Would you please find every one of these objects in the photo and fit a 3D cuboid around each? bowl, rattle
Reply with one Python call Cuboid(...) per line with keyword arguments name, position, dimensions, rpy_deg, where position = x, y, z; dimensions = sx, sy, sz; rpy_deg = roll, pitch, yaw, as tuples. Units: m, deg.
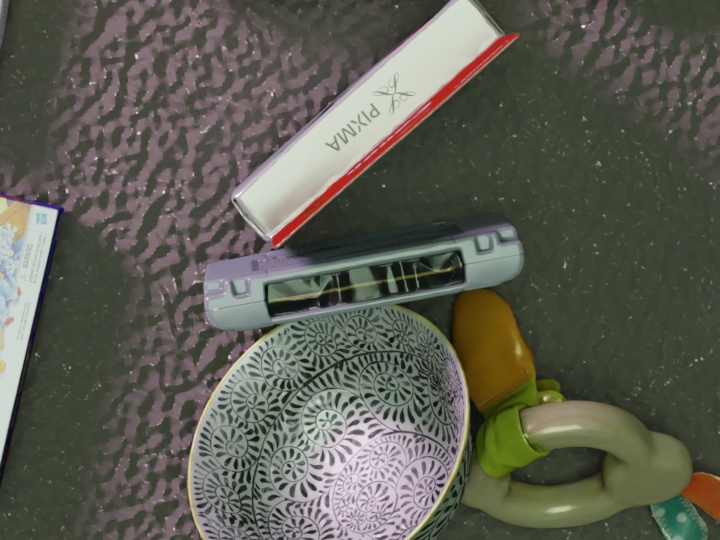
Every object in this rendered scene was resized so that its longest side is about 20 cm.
Cuboid(name="bowl", position=(-0.002, 0.128, 1.494), dimensions=(0.201, 0.201, 0.094), rpy_deg=(-43, 138, 1))
Cuboid(name="rattle", position=(0.158, 0.102, 1.549), dimensions=(0.199, 0.143, 0.131), rpy_deg=(5, 126, -17))

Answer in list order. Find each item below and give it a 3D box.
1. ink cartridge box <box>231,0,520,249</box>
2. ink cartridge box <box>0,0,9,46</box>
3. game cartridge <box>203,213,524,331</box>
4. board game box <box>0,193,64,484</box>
Cuboid(name="ink cartridge box", position=(0.005, -0.096, 1.459), dimensions=(0.200, 0.174, 0.044), rpy_deg=(-41, 94, 0))
Cuboid(name="ink cartridge box", position=(-0.322, -0.205, 1.506), dimensions=(0.198, 0.041, 0.201), rpy_deg=(11, 93, -3))
Cuboid(name="game cartridge", position=(0.000, 0.000, 1.484), dimensions=(0.199, 0.133, 0.041), rpy_deg=(-10, 101, -1))
Cuboid(name="board game box", position=(-0.281, 0.042, 1.520), dimensions=(0.134, 0.045, 0.201), rpy_deg=(13, 93, -3))
